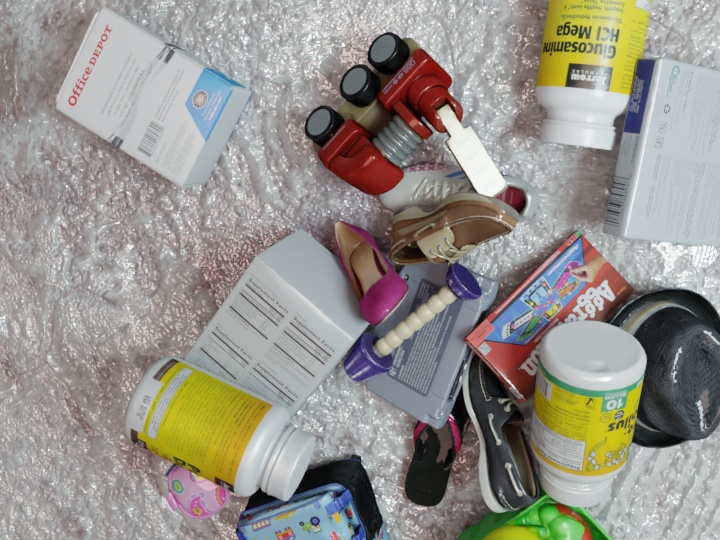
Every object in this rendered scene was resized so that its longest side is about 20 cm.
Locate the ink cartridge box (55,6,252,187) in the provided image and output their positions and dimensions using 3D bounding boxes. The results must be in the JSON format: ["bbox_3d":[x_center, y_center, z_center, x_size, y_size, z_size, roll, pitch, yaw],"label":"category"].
[{"bbox_3d":[-0.266,-0.221,1.008,0.200,0.086,0.147,32,103,6],"label":"ink cartridge box"}]

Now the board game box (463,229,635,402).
[{"bbox_3d":[0.229,0.053,0.941,0.200,0.019,0.103,-42,87,-13],"label":"board game box"}]

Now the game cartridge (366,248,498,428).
[{"bbox_3d":[0.082,0.081,0.989,0.133,0.041,0.200,26,103,28],"label":"game cartridge"}]

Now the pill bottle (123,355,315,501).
[{"bbox_3d":[-0.156,0.182,0.881,0.200,0.109,0.109,23,102,11],"label":"pill bottle"}]

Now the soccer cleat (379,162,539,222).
[{"bbox_3d":[0.118,-0.095,0.953,0.200,0.086,0.070,4,100,11],"label":"soccer cleat"}]

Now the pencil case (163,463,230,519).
[{"bbox_3d":[-0.179,0.240,1.005,0.087,0.200,0.088,3,104,11],"label":"pencil case"}]

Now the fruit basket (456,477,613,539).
[{"bbox_3d":[0.202,0.360,0.946,0.216,0.216,0.156,-41,97,14],"label":"fruit basket"}]

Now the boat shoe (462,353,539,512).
[{"bbox_3d":[0.175,0.193,0.961,0.060,0.074,0.200,-26,58,40],"label":"boat shoe"}]

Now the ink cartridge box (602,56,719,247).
[{"bbox_3d":[0.382,-0.128,0.894,0.200,0.043,0.197,3,101,-27],"label":"ink cartridge box"}]

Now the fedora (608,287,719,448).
[{"bbox_3d":[0.373,0.124,0.909,0.200,0.092,0.201,-2,99,-10],"label":"fedora"}]

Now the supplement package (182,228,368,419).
[{"bbox_3d":[-0.098,0.082,0.976,0.151,0.152,0.200,40,113,3],"label":"supplement package"}]

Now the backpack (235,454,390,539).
[{"bbox_3d":[-0.051,0.374,1.039,0.182,0.135,0.200,-19,98,14],"label":"backpack"}]

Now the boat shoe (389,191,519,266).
[{"bbox_3d":[0.103,-0.039,0.904,0.076,0.200,0.072,27,71,-27],"label":"boat shoe"}]

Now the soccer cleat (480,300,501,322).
[{"bbox_3d":[0.225,0.086,0.973,0.200,0.069,0.078,25,100,9],"label":"soccer cleat"}]

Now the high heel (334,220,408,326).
[{"bbox_3d":[0.000,0.000,0.927,0.096,0.200,0.067,43,97,-13],"label":"high heel"}]

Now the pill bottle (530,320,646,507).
[{"bbox_3d":[0.252,0.167,0.884,0.113,0.113,0.200,4,120,10],"label":"pill bottle"}]

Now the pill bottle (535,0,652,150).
[{"bbox_3d":[0.262,-0.242,0.887,0.112,0.112,0.200,8,100,10],"label":"pill bottle"}]

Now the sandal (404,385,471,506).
[{"bbox_3d":[0.101,0.225,1.028,0.075,0.045,0.200,11,101,9],"label":"sandal"}]

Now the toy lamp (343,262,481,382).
[{"bbox_3d":[0.057,0.069,0.953,0.200,0.058,0.058,-43,89,24],"label":"toy lamp"}]

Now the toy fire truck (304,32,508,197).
[{"bbox_3d":[0.060,-0.148,0.914,0.176,0.129,0.200,-46,51,14],"label":"toy fire truck"}]
